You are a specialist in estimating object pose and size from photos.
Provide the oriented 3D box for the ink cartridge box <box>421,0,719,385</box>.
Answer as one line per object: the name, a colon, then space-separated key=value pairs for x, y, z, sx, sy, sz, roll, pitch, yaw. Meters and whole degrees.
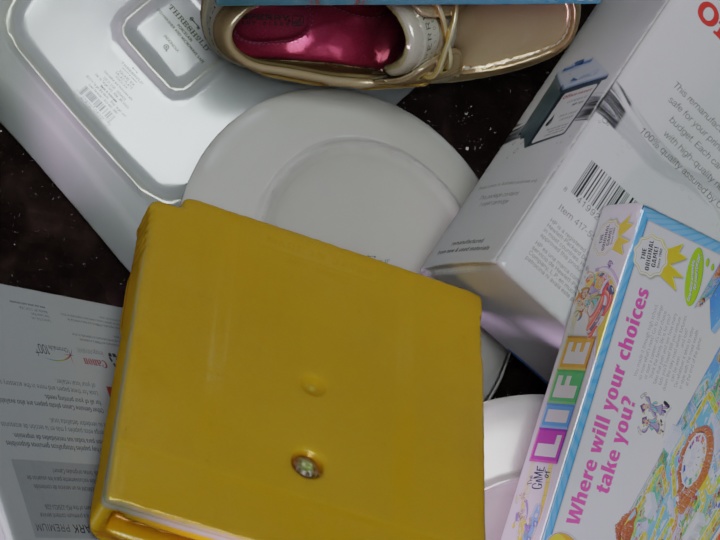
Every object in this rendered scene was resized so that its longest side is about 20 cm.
ink cartridge box: x=0.150 y=-0.035 z=1.120 sx=0.146 sy=0.086 sz=0.200 roll=41 pitch=69 yaw=-20

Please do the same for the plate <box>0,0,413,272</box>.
plate: x=-0.097 y=-0.121 z=1.152 sx=0.200 sy=0.032 sz=0.200 roll=-41 pitch=89 yaw=-13

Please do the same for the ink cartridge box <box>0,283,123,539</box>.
ink cartridge box: x=-0.143 y=0.104 z=0.964 sx=0.084 sy=0.200 sz=0.176 roll=-27 pitch=73 yaw=19

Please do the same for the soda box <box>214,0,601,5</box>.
soda box: x=0.026 y=-0.174 z=1.062 sx=0.200 sy=0.068 sz=0.064 roll=-1 pitch=52 yaw=-11

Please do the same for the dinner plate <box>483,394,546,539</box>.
dinner plate: x=0.081 y=0.160 z=1.068 sx=0.200 sy=0.024 sz=0.200 roll=-3 pitch=102 yaw=-13

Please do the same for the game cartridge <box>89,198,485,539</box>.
game cartridge: x=-0.027 y=0.062 z=0.990 sx=0.176 sy=0.032 sz=0.200 roll=19 pitch=40 yaw=-14

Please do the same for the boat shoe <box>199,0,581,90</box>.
boat shoe: x=0.020 y=-0.122 z=1.109 sx=0.200 sy=0.069 sz=0.074 roll=-4 pitch=111 yaw=-6

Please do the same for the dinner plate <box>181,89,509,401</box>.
dinner plate: x=0.000 y=0.000 z=1.112 sx=0.200 sy=0.024 sz=0.200 roll=8 pitch=74 yaw=-28

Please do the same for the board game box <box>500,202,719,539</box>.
board game box: x=0.150 y=0.084 z=1.051 sx=0.134 sy=0.034 sz=0.200 roll=24 pitch=78 yaw=-26
